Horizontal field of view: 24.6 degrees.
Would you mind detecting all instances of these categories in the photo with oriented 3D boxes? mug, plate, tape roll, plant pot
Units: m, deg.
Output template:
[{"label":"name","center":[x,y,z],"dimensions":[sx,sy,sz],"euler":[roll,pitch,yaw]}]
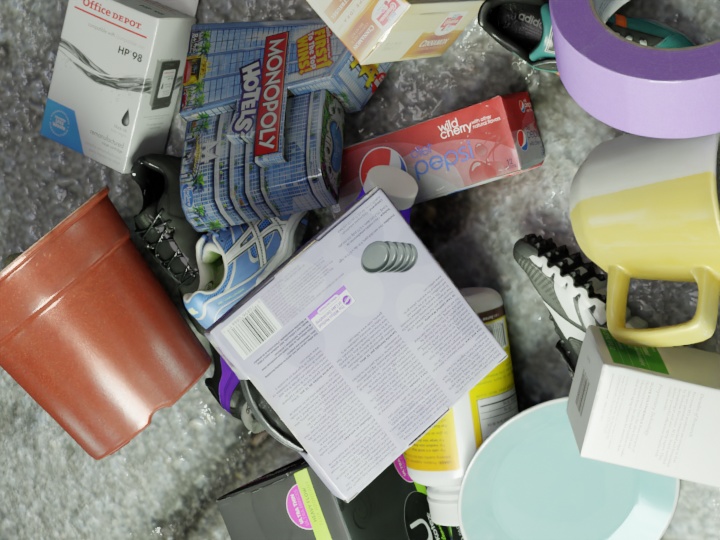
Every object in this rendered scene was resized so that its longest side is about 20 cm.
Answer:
[{"label":"mug","center":[0.247,-0.047,1.338],"dimensions":[0.152,0.187,0.151],"euler":[-7,117,38]},{"label":"plate","center":[0.180,0.193,1.444],"dimensions":[0.198,0.026,0.202],"euler":[-3,116,-7]},{"label":"tape roll","center":[0.249,-0.200,1.295],"dimensions":[0.198,0.201,0.066],"euler":[18,149,26]},{"label":"plant pot","center":[-0.256,0.059,1.564],"dimensions":[0.200,0.201,0.196],"euler":[-35,98,29]}]

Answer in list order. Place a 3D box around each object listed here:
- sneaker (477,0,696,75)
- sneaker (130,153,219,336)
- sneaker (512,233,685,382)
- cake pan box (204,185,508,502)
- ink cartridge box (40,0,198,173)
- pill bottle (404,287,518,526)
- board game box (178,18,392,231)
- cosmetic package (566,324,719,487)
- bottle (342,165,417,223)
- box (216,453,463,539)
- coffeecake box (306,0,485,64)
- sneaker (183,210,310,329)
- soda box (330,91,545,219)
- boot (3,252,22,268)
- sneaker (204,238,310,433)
[{"label":"sneaker","center":[0.188,-0.188,1.394],"dimensions":[0.198,0.080,0.072],"euler":[20,108,25]},{"label":"sneaker","center":[-0.175,-0.025,1.596],"dimensions":[0.076,0.090,0.202],"euler":[-36,62,30]},{"label":"sneaker","center":[0.197,0.055,1.439],"dimensions":[0.200,0.066,0.091],"euler":[42,113,15]},{"label":"cake pan box","center":[-0.005,0.064,1.380],"dimensions":[0.200,0.052,0.185],"euler":[-42,96,-11]},{"label":"ink cartridge box","center":[-0.238,-0.212,1.639],"dimensions":[0.115,0.067,0.202],"euler":[24,109,25]},{"label":"pill bottle","center":[0.087,0.122,1.487],"dimensions":[0.108,0.109,0.203],"euler":[-5,95,30]},{"label":"board game box","center":[-0.068,-0.151,1.510],"dimensions":[0.198,0.062,0.202],"euler":[-11,58,25]},{"label":"cosmetic package","center":[0.275,0.118,1.338],"dimensions":[0.198,0.108,0.086],"euler":[11,105,-4]},{"label":"bottle","center":[0.000,0.000,1.482],"dimensions":[0.065,0.084,0.201],"euler":[14,126,-8]},{"label":"box","center":[-0.010,0.234,1.508],"dimensions":[0.123,0.199,0.150],"euler":[-24,86,30]},{"label":"coffeecake box","center":[-0.004,-0.279,1.446],"dimensions":[0.200,0.153,0.073],"euler":[50,118,13]},{"label":"sneaker","center":[-0.104,-0.029,1.543],"dimensions":[0.075,0.077,0.202],"euler":[-21,46,49]},{"label":"soda box","center":[0.063,-0.100,1.490],"dimensions":[0.198,0.063,0.071],"euler":[-16,91,30]},{"label":"boot","center":[-0.295,0.066,1.717],"dimensions":[0.153,0.072,0.202],"euler":[-13,88,30]},{"label":"sneaker","center":[-0.104,0.050,1.607],"dimensions":[0.099,0.069,0.202],"euler":[31,110,28]}]
